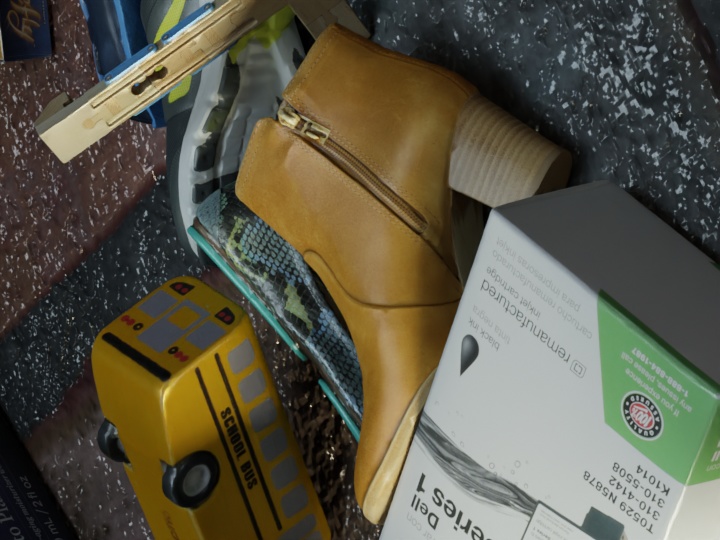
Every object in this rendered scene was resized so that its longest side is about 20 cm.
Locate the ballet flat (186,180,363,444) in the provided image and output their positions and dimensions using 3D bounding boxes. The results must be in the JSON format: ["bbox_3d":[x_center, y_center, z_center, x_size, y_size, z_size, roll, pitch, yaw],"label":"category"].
[{"bbox_3d":[-0.001,0.034,1.349,0.200,0.074,0.074,52,138,2],"label":"ballet flat"}]

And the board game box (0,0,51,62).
[{"bbox_3d":[-0.253,-0.189,1.636,0.200,0.035,0.136,6,104,50],"label":"board game box"}]

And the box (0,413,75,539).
[{"bbox_3d":[-0.296,0.155,1.645,0.200,0.198,0.123,55,136,26],"label":"box"}]

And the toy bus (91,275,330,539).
[{"bbox_3d":[-0.072,0.105,1.416,0.065,0.078,0.200,29,149,43],"label":"toy bus"}]

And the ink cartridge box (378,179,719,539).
[{"bbox_3d":[0.101,0.086,1.225,0.146,0.084,0.200,40,127,34],"label":"ink cartridge box"}]

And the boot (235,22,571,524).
[{"bbox_3d":[0.000,-0.001,1.299,0.144,0.071,0.202,26,98,24],"label":"boot"}]

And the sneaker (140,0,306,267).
[{"bbox_3d":[-0.069,-0.103,1.413,0.085,0.074,0.201,14,102,55],"label":"sneaker"}]

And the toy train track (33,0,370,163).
[{"bbox_3d":[-0.070,-0.123,1.338,0.200,0.115,0.033,-36,44,4],"label":"toy train track"}]

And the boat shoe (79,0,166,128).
[{"bbox_3d":[-0.131,-0.173,1.454,0.069,0.084,0.201,8,103,52],"label":"boat shoe"}]
